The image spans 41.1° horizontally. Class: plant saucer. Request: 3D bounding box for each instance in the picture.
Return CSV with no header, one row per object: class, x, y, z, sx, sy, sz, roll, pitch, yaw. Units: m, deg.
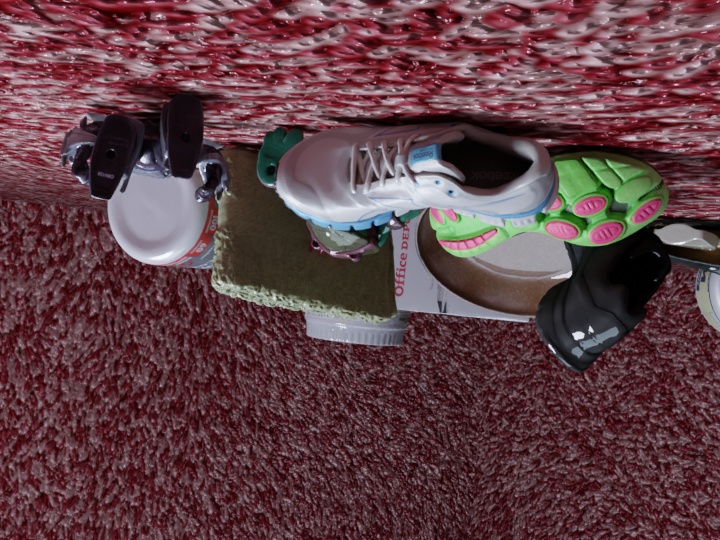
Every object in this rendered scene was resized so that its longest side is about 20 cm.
plant saucer,0.150,-0.030,0.908,0.197,0.037,0.202,11,142,8

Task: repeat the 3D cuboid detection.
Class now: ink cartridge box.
ink cartridge box,0.123,-0.017,1.253,0.196,0.148,0.084,6,180,-6

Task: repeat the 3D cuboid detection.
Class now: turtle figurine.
turtle figurine,-0.006,-0.059,0.808,0.147,0.103,0.200,6,174,19

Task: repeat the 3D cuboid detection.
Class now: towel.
towel,-0.049,-0.029,0.901,0.197,0.151,0.036,11,156,-32

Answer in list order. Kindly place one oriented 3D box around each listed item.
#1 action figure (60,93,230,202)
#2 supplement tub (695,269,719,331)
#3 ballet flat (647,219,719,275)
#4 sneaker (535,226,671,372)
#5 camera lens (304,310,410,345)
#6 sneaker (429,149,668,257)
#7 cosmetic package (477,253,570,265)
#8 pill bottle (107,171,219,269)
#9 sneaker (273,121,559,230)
action figure,-0.158,-0.086,0.710,0.128,0.071,0.200,0,-176,-11
supplement tub,0.534,0.024,1.295,0.142,0.148,0.200,5,180,12
ballet flat,0.432,-0.028,1.159,0.197,0.069,0.068,5,171,27
sneaker,0.202,-0.010,0.745,0.076,0.202,0.091,38,136,-15
camera lens,0.000,0.000,1.401,0.157,0.204,0.160,6,180,0
sneaker,0.144,-0.063,0.745,0.198,0.078,0.084,-3,-151,41
cosmetic package,0.172,-0.046,1.013,0.196,0.083,0.113,7,180,13
pill bottle,-0.159,-0.060,0.998,0.114,0.118,0.199,5,180,24
sneaker,0.035,-0.072,0.640,0.196,0.077,0.087,-2,171,8
